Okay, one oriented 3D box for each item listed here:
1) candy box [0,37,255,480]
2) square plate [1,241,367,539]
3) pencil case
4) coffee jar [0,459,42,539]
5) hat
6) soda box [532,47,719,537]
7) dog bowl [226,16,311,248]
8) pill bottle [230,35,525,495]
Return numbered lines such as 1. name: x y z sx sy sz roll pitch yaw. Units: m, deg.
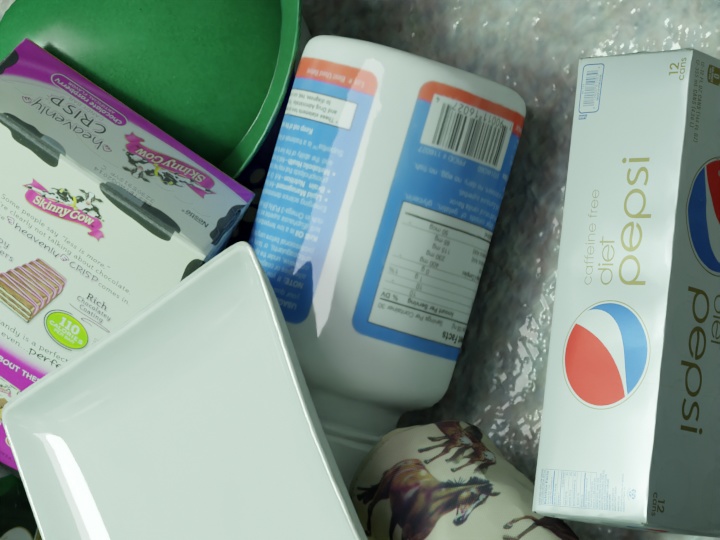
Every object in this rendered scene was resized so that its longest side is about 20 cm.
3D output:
1. candy box: -0.154 0.005 1.132 0.136 0.061 0.200 35 131 1
2. square plate: -0.071 0.116 1.061 0.198 0.028 0.201 -32 74 38
3. pencil case: 0.078 0.149 1.007 0.078 0.090 0.200 -41 49 -6
4. coffee jar: -0.208 0.126 1.203 0.104 0.199 0.086 44 110 41
5. hat: -0.155 -0.120 1.110 0.199 0.175 0.167 -20 63 43
6. soda box: 0.127 0.010 0.997 0.063 0.068 0.202 1 81 44
7. dog bowl: -0.117 -0.077 1.249 0.199 0.078 0.202 -12 72 42
8. pill bottle: 0.000 0.000 1.090 0.112 0.112 0.201 17 90 45
